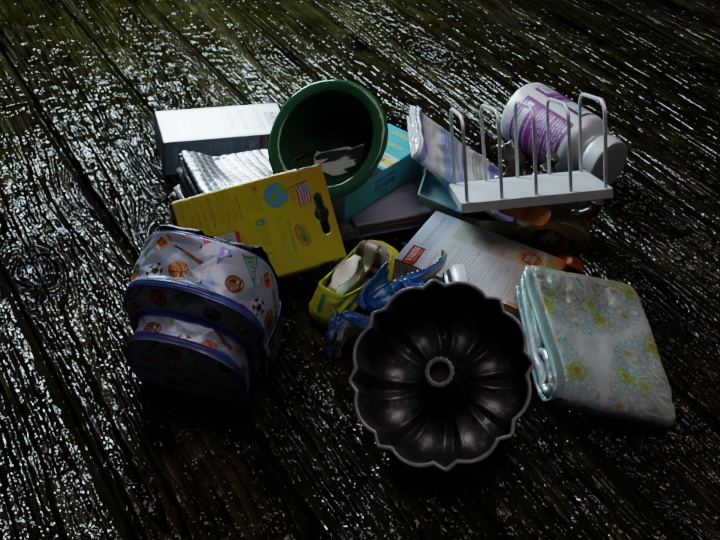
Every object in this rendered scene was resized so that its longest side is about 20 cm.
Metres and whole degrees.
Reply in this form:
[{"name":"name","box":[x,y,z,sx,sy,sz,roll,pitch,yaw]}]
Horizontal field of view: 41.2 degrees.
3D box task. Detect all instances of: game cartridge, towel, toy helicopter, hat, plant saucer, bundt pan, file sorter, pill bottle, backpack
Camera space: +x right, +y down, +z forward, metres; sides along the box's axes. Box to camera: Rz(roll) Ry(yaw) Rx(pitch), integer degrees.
[{"name":"game cartridge","box":[0.036,-0.102,1.415,0.197,0.039,0.130,-11,36,-22]},{"name":"towel","box":[-0.160,-0.100,1.337,0.163,0.087,0.200,-13,41,-25]},{"name":"toy helicopter","box":[0.215,-0.055,1.315,0.197,0.132,0.080,4,65,27]},{"name":"towel","box":[0.149,-0.155,1.423,0.199,0.024,0.148,34,29,-21]},{"name":"hat","box":[-0.029,-0.161,1.359,0.163,0.176,0.203,19,76,14]},{"name":"plant saucer","box":[0.126,-0.131,1.423,0.069,0.019,0.201,23,28,-1]},{"name":"bundt pan","box":[0.091,0.118,1.035,0.198,0.076,0.206,-5,71,13]},{"name":"file sorter","box":[0.219,-0.160,1.276,0.196,0.127,0.139,-6,15,0]},{"name":"pill bottle","box":[0.327,-0.212,1.539,0.111,0.114,0.200,-19,43,-30]},{"name":"backpack","box":[-0.176,0.046,1.053,0.196,0.192,0.156,8,52,2]},{"name":"towel","box":[0.276,0.086,1.137,0.168,0.048,0.202,11,46,-16]}]

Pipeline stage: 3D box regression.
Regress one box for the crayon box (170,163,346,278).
[{"name":"crayon box","box":[-0.129,-0.047,1.212,0.197,0.129,0.051,-15,-1,-12]}]

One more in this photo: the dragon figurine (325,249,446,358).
[{"name":"dragon figurine","box":[0.032,0.030,1.167,0.099,0.059,0.202,32,72,0]}]

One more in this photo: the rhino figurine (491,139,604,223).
[{"name":"rhino figurine","box":[0.268,-0.126,1.416,0.199,0.088,0.059,39,47,22]}]

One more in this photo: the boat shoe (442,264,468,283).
[{"name":"boat shoe","box":[0.101,0.080,1.134,0.065,0.070,0.203,-2,59,3]}]

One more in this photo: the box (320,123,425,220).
[{"name":"box","box":[0.010,-0.148,1.403,0.082,0.050,0.199,29,42,27]}]

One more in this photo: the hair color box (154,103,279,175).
[{"name":"hair color box","box":[-0.214,-0.206,1.489,0.196,0.061,0.100,-8,39,-17]}]

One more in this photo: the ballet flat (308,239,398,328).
[{"name":"ballet flat","box":[0.000,0.000,1.243,0.066,0.068,0.200,24,40,20]}]

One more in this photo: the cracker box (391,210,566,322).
[{"name":"cracker box","box":[0.156,0.007,1.266,0.197,0.058,0.134,23,41,19]}]
